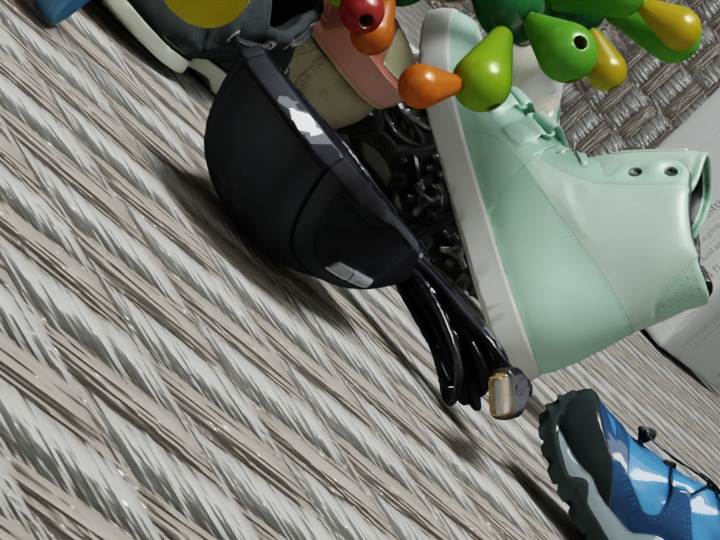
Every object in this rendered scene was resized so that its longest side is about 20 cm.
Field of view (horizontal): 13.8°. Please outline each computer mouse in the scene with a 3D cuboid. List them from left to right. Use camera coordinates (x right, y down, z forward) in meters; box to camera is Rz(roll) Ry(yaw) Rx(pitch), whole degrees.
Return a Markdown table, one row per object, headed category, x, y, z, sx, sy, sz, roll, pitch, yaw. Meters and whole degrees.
| category | x | y | z | sx | sy | sz | roll | pitch | yaw |
| --- | --- | --- | --- | --- | --- | --- | --- | --- | --- |
| computer mouse | 0.000 | 0.000 | 1.035 | 0.141 | 0.046 | 0.200 | 53 | 2 | 11 |

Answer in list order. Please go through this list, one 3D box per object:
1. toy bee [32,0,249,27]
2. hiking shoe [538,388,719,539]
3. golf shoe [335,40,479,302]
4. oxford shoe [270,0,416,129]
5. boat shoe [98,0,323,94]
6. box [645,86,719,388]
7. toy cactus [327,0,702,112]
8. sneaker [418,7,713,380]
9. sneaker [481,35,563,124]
| category | x | y | z | sx | sy | sz | roll | pitch | yaw |
| --- | --- | --- | --- | --- | --- | --- | --- | --- | --- |
| toy bee | -0.082 | -0.135 | 1.000 | 0.131 | 0.109 | 0.200 | 46 | 6 | -22 |
| hiking shoe | 0.152 | 0.111 | 1.127 | 0.200 | 0.087 | 0.074 | 47 | 6 | 2 |
| golf shoe | 0.037 | -0.062 | 1.474 | 0.200 | 0.078 | 0.094 | 48 | 6 | 0 |
| oxford shoe | -0.058 | -0.134 | 1.321 | 0.200 | 0.074 | 0.071 | 50 | 27 | -23 |
| boat shoe | -0.061 | -0.117 | 1.201 | 0.075 | 0.066 | 0.199 | 51 | 8 | 23 |
| box | 0.302 | -0.030 | 2.458 | 0.131 | 0.199 | 0.200 | 49 | 7 | 23 |
| toy cactus | 0.056 | -0.136 | 1.326 | 0.199 | 0.103 | 0.165 | -5 | 30 | -26 |
| sneaker | 0.097 | -0.047 | 1.360 | 0.074 | 0.118 | 0.201 | 69 | 4 | -57 |
| sneaker | 0.087 | -0.056 | 1.537 | 0.094 | 0.070 | 0.200 | 55 | -24 | 17 |
